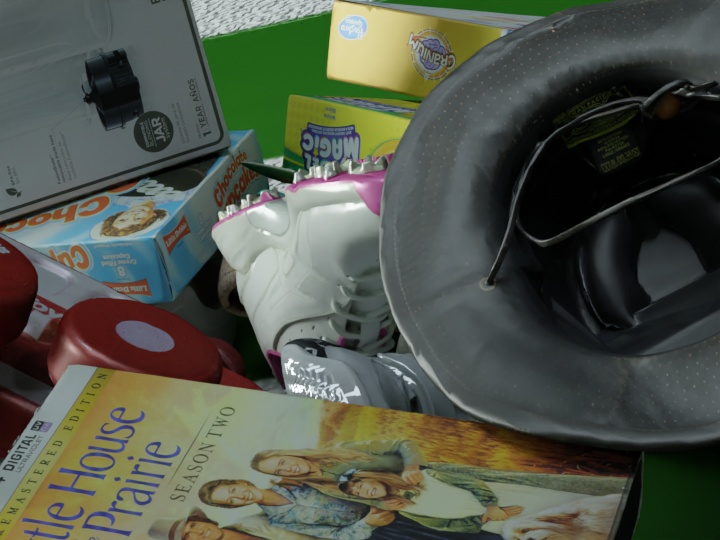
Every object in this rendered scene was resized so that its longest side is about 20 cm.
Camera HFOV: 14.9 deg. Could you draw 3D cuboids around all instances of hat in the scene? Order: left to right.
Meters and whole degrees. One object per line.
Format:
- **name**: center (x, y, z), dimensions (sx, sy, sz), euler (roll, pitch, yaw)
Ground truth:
- **hat**: center (0.103, -0.002, 0.945), dimensions (0.200, 0.081, 0.201), euler (-12, 50, 15)

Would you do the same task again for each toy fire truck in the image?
- **toy fire truck**: center (-0.120, 0.044, 1.133), dimensions (0.199, 0.112, 0.168), euler (24, 23, 10)

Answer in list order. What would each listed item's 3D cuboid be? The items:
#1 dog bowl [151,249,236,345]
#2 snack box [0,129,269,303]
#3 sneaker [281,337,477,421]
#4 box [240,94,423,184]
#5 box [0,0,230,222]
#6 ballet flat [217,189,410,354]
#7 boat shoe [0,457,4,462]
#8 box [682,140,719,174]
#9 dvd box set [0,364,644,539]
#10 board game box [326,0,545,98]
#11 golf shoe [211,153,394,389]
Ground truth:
- **dog bowl**: center (-0.151, 0.026, 1.321), dimensions (0.199, 0.059, 0.200), euler (-14, 23, 6)
- **snack box**: center (-0.155, -0.021, 1.308), dimensions (0.199, 0.037, 0.116), euler (-4, 26, 25)
- **sneaker**: center (0.033, 0.056, 1.052), dimensions (0.114, 0.075, 0.200), euler (-12, -6, 0)
- **box**: center (0.054, -0.052, 1.284), dimensions (0.199, 0.049, 0.117), euler (-3, 12, -37)
- **box**: center (-0.173, -0.086, 1.271), dimensions (0.199, 0.117, 0.060), euler (-20, 24, -7)
- **ballet flat**: center (0.020, 0.018, 1.223), dimensions (0.199, 0.068, 0.067), euler (13, 66, 34)
- **boat shoe**: center (-0.197, 0.083, 1.200), dimensions (0.199, 0.064, 0.071), euler (1, 56, -14)
- **box**: center (0.180, -0.042, 1.111), dimensions (0.200, 0.105, 0.184), euler (-30, -5, -29)
- **dvd box set**: center (-0.022, 0.090, 0.853), dimensions (0.199, 0.030, 0.146), euler (8, 32, 14)
- **board game box**: center (0.103, -0.096, 1.323), dimensions (0.153, 0.041, 0.200), euler (1, 10, -37)
- **golf shoe**: center (0.000, 0.000, 1.125), dimensions (0.075, 0.092, 0.200), euler (-11, -4, -19)
